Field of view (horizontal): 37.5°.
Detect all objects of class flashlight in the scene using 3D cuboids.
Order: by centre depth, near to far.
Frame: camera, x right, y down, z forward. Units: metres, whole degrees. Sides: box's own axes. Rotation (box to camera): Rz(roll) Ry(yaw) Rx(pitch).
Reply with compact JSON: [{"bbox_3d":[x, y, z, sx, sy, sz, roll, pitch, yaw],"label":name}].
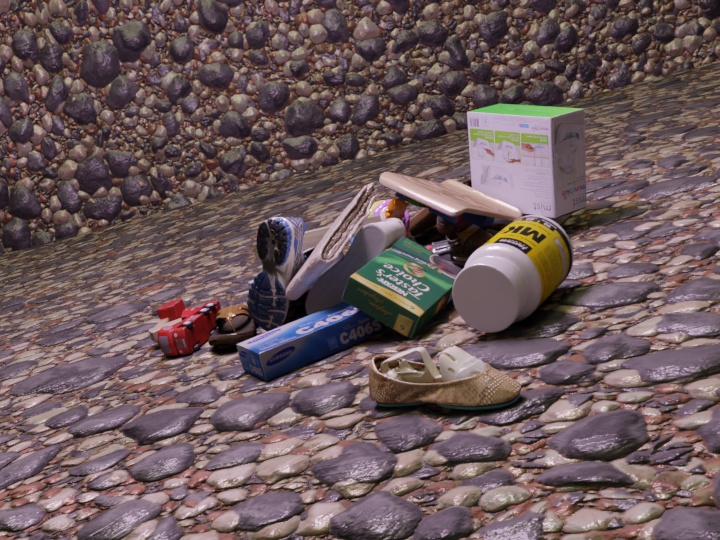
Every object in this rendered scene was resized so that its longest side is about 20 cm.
[{"bbox_3d":[0.058,0.005,1.732,0.198,0.068,0.068,-14,24,7],"label":"flashlight"}]

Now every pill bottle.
[{"bbox_3d":[0.208,0.004,1.446,0.113,0.115,0.200,-7,15,32],"label":"pill bottle"}]

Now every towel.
[{"bbox_3d":[-0.041,-0.044,1.647,0.133,0.034,0.200,-47,6,49],"label":"towel"}]

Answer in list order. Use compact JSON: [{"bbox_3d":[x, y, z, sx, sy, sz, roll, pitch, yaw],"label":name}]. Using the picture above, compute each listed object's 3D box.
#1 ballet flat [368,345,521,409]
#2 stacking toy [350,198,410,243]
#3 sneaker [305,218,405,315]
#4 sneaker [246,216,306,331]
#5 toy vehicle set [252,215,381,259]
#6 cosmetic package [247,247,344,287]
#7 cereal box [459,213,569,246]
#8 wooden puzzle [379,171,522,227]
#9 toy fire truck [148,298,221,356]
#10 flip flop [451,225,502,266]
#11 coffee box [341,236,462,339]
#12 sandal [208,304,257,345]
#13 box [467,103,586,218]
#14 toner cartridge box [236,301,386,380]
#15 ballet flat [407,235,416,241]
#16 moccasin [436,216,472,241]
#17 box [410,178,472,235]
[{"bbox_3d":[0.087,0.120,1.201,0.199,0.066,0.070,-6,15,35],"label":"ballet flat"},{"bbox_3d":[0.051,-0.090,1.908,0.115,0.111,0.200,-18,-9,-15],"label":"stacking toy"},{"bbox_3d":[0.000,0.000,1.683,0.200,0.074,0.115,-49,-11,25],"label":"sneaker"},{"bbox_3d":[-0.121,0.005,1.686,0.077,0.201,0.085,26,29,25],"label":"sneaker"},{"bbox_3d":[-0.074,-0.057,1.807,0.198,0.027,0.124,-15,4,-20],"label":"toy vehicle set"},{"bbox_3d":[-0.111,0.008,1.837,0.150,0.052,0.200,-28,6,-11],"label":"cosmetic package"},{"bbox_3d":[0.282,-0.084,1.908,0.143,0.040,0.200,-6,16,31],"label":"cereal box"},{"bbox_3d":[0.153,-0.116,1.823,0.185,0.047,0.199,28,18,37],"label":"wooden puzzle"},{"bbox_3d":[-0.310,0.096,1.815,0.140,0.049,0.200,-11,14,21],"label":"toy fire truck"},{"bbox_3d":[0.228,-0.049,1.778,0.198,0.058,0.081,-9,14,27],"label":"flip flop"},{"bbox_3d":[0.069,0.021,1.561,0.122,0.044,0.200,30,30,16],"label":"coffee box"},{"bbox_3d":[-0.203,0.079,1.747,0.081,0.055,0.200,-12,13,14],"label":"sandal"},{"bbox_3d":[0.291,-0.196,1.871,0.096,0.178,0.199,-19,20,-37],"label":"box"},{"bbox_3d":[-0.071,0.097,1.538,0.199,0.044,0.095,-21,13,-24],"label":"toner cartridge box"},{"bbox_3d":[0.014,-0.012,1.859,0.199,0.064,0.067,-20,13,-20],"label":"ballet flat"},{"bbox_3d":[0.199,-0.093,1.994,0.073,0.078,0.201,7,17,22],"label":"moccasin"},{"bbox_3d":[0.153,-0.118,2.065,0.163,0.021,0.200,-27,-9,-45],"label":"box"}]
